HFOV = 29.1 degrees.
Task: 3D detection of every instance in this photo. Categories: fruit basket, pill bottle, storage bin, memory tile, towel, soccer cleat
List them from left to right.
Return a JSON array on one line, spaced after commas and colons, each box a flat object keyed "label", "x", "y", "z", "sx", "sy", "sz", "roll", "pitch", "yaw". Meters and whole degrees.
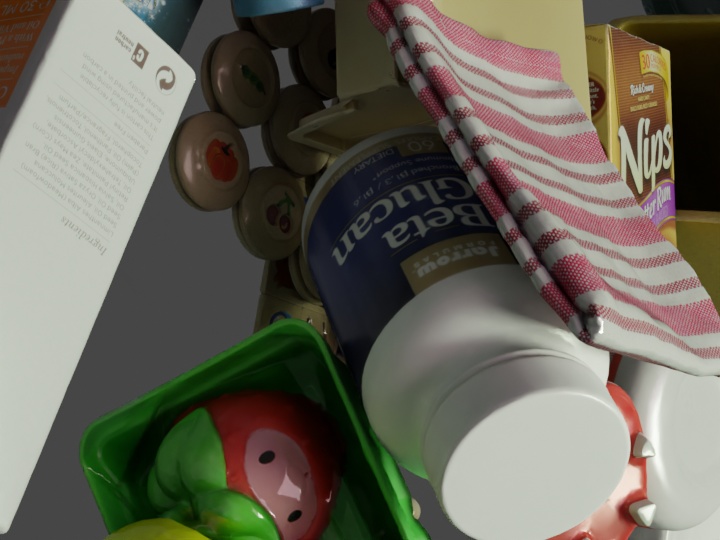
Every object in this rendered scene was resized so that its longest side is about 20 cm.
[{"label": "fruit basket", "x": -0.051, "y": 0.139, "z": 0.598, "sx": 0.216, "sy": 0.155, "sz": 0.216, "roll": 53, "pitch": 19, "yaw": -27}, {"label": "memory tile", "x": -0.018, "y": -0.062, "z": 0.762, "sx": 0.200, "sy": 0.017, "sz": 0.154, "roll": 41, "pitch": 57, "yaw": -41}, {"label": "storage bin", "x": 0.042, "y": -0.160, "z": 0.765, "sx": 0.198, "sy": 0.094, "sz": 0.201, "roll": 12, "pitch": 73, "yaw": -52}, {"label": "pill bottle", "x": 0.046, "y": 0.026, "z": 0.631, "sx": 0.111, "sy": 0.111, "sz": 0.200, "roll": 58, "pitch": 4, "yaw": -37}, {"label": "soccer cleat", "x": 0.087, "y": 0.147, "z": 0.674, "sx": 0.068, "sy": 0.085, "sz": 0.201, "roll": 5, "pitch": 97, "yaw": -26}, {"label": "pill bottle", "x": 0.103, "y": 0.078, "z": 0.772, "sx": 0.112, "sy": 0.200, "sz": 0.113, "roll": 0, "pitch": 90, "yaw": -47}, {"label": "towel", "x": 0.091, "y": -0.041, "z": 0.624, "sx": 0.146, "sy": 0.030, "sz": 0.200, "roll": 12, "pitch": 42, "yaw": -52}]

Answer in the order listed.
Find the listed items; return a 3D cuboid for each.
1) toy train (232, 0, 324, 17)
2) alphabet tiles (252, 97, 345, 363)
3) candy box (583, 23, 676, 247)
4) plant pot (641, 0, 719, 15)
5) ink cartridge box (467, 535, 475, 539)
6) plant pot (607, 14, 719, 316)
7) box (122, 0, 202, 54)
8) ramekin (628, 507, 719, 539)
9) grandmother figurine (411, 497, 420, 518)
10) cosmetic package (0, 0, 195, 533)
[{"label": "toy train", "x": 0.024, "y": -0.185, "z": 0.621, "sx": 0.085, "sy": 0.199, "sz": 0.116, "roll": -87, "pitch": 167, "yaw": -71}, {"label": "alphabet tiles", "x": 0.000, "y": 0.000, "z": 0.810, "sx": 0.166, "sy": 0.006, "sz": 0.201, "roll": 22, "pitch": 73, "yaw": -51}, {"label": "candy box", "x": 0.156, "y": -0.046, "z": 0.874, "sx": 0.117, "sy": 0.056, "sz": 0.201, "roll": -1, "pitch": 87, "yaw": -59}, {"label": "plant pot", "x": 0.304, "y": -0.233, "z": 1.080, "sx": 0.134, "sy": 0.200, "sz": 0.200, "roll": -45, "pitch": 129, "yaw": -12}, {"label": "ink cartridge box", "x": 0.142, "y": 0.194, "z": 0.940, "sx": 0.145, "sy": 0.084, "sz": 0.201, "roll": 28, "pitch": 69, "yaw": -50}, {"label": "plant pot", "x": 0.272, "y": -0.050, "z": 1.030, "sx": 0.196, "sy": 0.194, "sz": 0.200, "roll": -64, "pitch": 142, "yaw": -30}, {"label": "box", "x": -0.113, "y": -0.187, "z": 0.626, "sx": 0.137, "sy": 0.038, "sz": 0.200, "roll": 45, "pitch": 56, "yaw": -44}, {"label": "ramekin", "x": 0.192, "y": 0.171, "z": 0.857, "sx": 0.202, "sy": 0.094, "sz": 0.203, "roll": 0, "pitch": 90, "yaw": -50}, {"label": "grandmother figurine", "x": 0.009, "y": 0.187, "z": 0.782, "sx": 0.200, "sy": 0.060, "sz": 0.122, "roll": 9, "pitch": 89, "yaw": -54}, {"label": "cosmetic package", "x": -0.151, "y": -0.010, "z": 0.529, "sx": 0.071, "sy": 0.101, "sz": 0.200, "roll": 42, "pitch": 58, "yaw": -45}]
